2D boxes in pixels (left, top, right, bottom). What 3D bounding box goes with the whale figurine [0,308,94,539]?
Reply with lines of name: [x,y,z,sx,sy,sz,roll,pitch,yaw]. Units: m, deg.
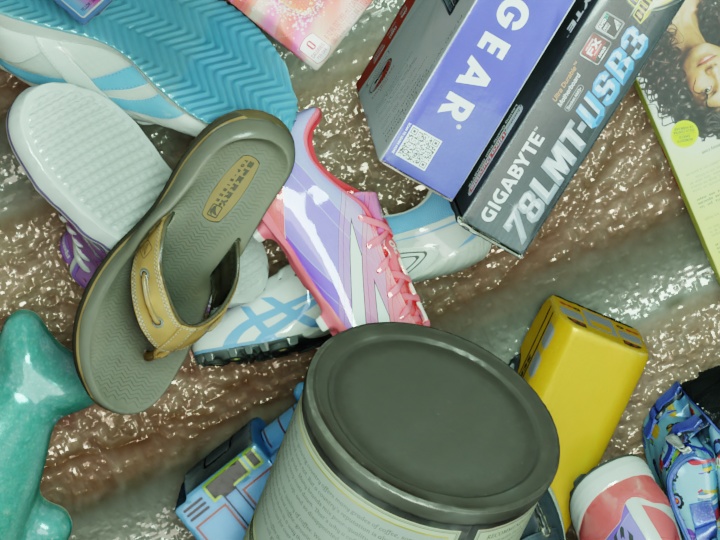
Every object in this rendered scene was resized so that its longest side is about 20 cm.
whale figurine: [-0.239,0.122,1.564,0.159,0.104,0.200,40,100,-14]

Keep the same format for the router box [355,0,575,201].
router box: [0.073,-0.158,1.459,0.049,0.180,0.201,28,103,-12]

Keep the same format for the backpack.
backpack: [0.263,0.156,1.558,0.134,0.200,0.184,-20,108,1]

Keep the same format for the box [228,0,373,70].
box: [-0.004,-0.230,1.476,0.102,0.095,0.200,38,101,-13]

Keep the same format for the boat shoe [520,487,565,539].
boat shoe: [0.093,0.192,1.548,0.074,0.062,0.202,-11,107,2]

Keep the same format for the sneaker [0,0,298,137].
sneaker: [-0.126,-0.120,1.490,0.199,0.081,0.077,26,61,10]

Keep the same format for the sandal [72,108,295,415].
sandal: [-0.095,0.003,1.447,0.081,0.055,0.200,22,112,-39]

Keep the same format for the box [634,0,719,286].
box: [0.217,-0.083,1.561,0.075,0.050,0.201,-25,108,4]

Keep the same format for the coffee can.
coffee can: [0.010,0.151,1.447,0.145,0.147,0.201,16,127,-9]

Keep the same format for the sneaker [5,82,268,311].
sneaker: [-0.158,-0.032,1.507,0.114,0.073,0.200,-7,141,41]

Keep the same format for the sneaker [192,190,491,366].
sneaker: [-0.017,0.000,1.568,0.199,0.072,0.073,-27,81,8]

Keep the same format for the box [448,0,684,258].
box: [0.113,-0.126,1.462,0.049,0.199,0.201,28,104,-11]

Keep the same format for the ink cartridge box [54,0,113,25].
ink cartridge box: [-0.183,-0.255,1.428,0.200,0.137,0.076,40,140,-13]

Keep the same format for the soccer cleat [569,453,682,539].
soccer cleat: [0.169,0.192,1.588,0.068,0.073,0.201,-24,145,-9]

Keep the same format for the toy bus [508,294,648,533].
toy bus: [0.108,0.119,1.600,0.065,0.078,0.201,21,105,-10]

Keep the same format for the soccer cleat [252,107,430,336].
soccer cleat: [0.000,0.000,1.498,0.076,0.067,0.200,-37,94,4]

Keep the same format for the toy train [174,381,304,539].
toy train: [-0.016,0.124,1.592,0.200,0.087,0.114,-38,100,8]
